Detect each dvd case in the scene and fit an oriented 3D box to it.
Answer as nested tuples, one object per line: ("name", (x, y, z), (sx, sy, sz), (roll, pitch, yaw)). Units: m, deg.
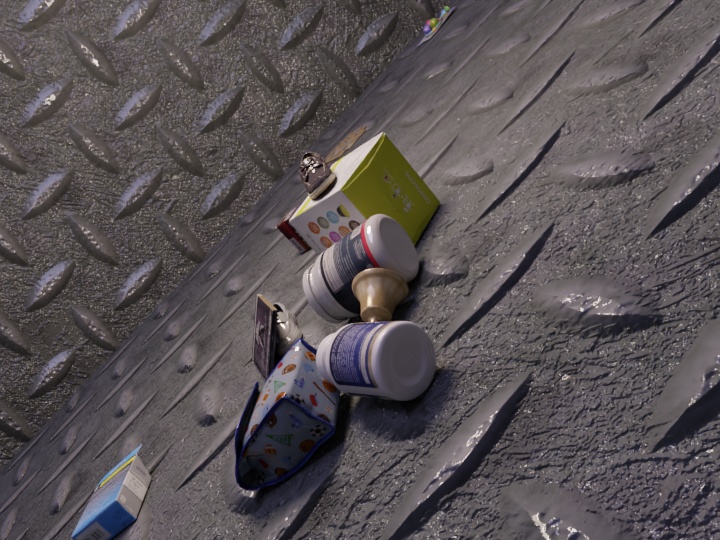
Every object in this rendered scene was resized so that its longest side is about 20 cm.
("dvd case", (-0.207, 0.141, 1.752), (0.200, 0.016, 0.152), (-156, 69, -71))

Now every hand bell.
("hand bell", (0.024, 0.105, 1.384), (0.103, 0.104, 0.202), (-31, 34, 35))

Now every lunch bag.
("lunch bag", (-0.128, 0.241, 1.326), (0.201, 0.123, 0.171), (-51, 12, 27))

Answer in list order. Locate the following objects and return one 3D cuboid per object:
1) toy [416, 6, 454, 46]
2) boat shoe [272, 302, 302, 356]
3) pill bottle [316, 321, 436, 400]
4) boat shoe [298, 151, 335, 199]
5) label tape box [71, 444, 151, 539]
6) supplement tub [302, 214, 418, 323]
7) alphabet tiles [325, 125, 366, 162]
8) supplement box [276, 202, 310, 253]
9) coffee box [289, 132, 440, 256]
("toy", (0.307, -1.035, 3.411), (0.201, 0.047, 0.115), (-50, 16, -19))
("boat shoe", (-0.173, 0.121, 1.787), (0.072, 0.069, 0.201), (-40, 17, 11))
("pill bottle", (0.015, 0.134, 1.228), (0.112, 0.111, 0.199), (-52, 22, -25))
("boat shoe", (-0.097, -0.203, 1.683), (0.072, 0.065, 0.200), (-40, 17, 9))
("label tape box", (-0.525, 0.489, 1.757), (0.143, 0.066, 0.201), (-39, 15, 15))
("supplement tub", (0.000, 0.000, 1.544), (0.199, 0.141, 0.141), (-34, 19, 29))
("alphabet tiles", (-0.058, -0.459, 2.984), (0.167, 0.006, 0.199), (-52, 18, -24))
("supplement box", (-0.127, -0.132, 2.202), (0.199, 0.109, 0.061), (-27, 23, 47))
("coffee box", (0.011, -0.123, 1.704), (0.196, 0.200, 0.201), (-24, 24, 49))
